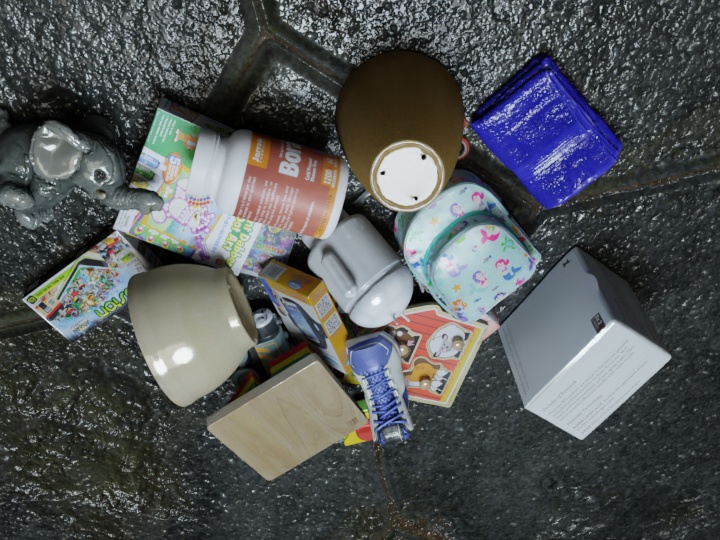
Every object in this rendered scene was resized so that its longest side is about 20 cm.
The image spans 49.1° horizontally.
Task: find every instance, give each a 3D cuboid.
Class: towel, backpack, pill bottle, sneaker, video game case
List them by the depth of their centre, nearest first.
[{"bbox_3d":[-0.122,-0.118,1.031,0.196,0.113,0.114,14,121,-14],"label":"pill bottle"},{"bbox_3d":[0.269,-0.190,1.128,0.147,0.050,0.199,-41,117,19],"label":"towel"},{"bbox_3d":[0.150,-0.038,1.161,0.177,0.151,0.200,-38,111,10],"label":"backpack"},{"bbox_3d":[-0.160,-0.084,1.176,0.140,0.018,0.203,13,121,-14],"label":"video game case"},{"bbox_3d":[0.042,0.196,1.209,0.079,0.116,0.202,-17,128,3],"label":"sneaker"}]

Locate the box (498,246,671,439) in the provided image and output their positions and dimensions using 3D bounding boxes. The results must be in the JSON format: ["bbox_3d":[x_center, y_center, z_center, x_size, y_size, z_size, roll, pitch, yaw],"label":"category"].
[{"bbox_3d":[0.342,0.112,1.238,0.129,0.200,0.201,29,117,-21],"label":"box"}]

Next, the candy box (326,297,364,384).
[{"bbox_3d":[-0.003,0.103,1.300,0.100,0.027,0.203,6,122,-2],"label":"candy box"}]

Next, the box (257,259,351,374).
[{"bbox_3d":[-0.075,0.081,1.223,0.041,0.118,0.202,-44,134,-26],"label":"box"}]

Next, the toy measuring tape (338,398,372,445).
[{"bbox_3d":[-0.027,0.270,1.387,0.196,0.074,0.075,-14,123,3],"label":"toy measuring tape"}]

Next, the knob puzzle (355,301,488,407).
[{"bbox_3d":[0.085,0.137,1.259,0.214,0.031,0.223,-2,123,-2],"label":"knob puzzle"}]

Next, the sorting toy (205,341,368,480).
[{"bbox_3d":[-0.118,0.219,1.253,0.197,0.070,0.201,-31,136,3],"label":"sorting toy"}]

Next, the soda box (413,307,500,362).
[{"bbox_3d":[0.132,0.115,1.304,0.068,0.064,0.200,38,112,-26],"label":"soda box"}]

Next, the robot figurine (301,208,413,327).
[{"bbox_3d":[0.000,0.000,1.155,0.201,0.169,0.113,50,116,11],"label":"robot figurine"}]

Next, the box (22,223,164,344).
[{"bbox_3d":[-0.406,0.020,1.210,0.198,0.035,0.110,-33,120,15],"label":"box"}]

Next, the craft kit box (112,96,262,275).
[{"bbox_3d":[-0.225,-0.112,1.117,0.194,0.049,0.202,19,119,-20],"label":"craft kit box"}]

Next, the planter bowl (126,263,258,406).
[{"bbox_3d":[-0.228,0.074,1.137,0.133,0.201,0.203,-23,123,1],"label":"planter bowl"}]

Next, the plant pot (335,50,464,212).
[{"bbox_3d":[0.057,-0.163,1.028,0.182,0.201,0.190,-1,121,-1],"label":"plant pot"}]

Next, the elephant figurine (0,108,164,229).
[{"bbox_3d":[-0.375,-0.146,1.051,0.196,0.143,0.156,-17,138,15],"label":"elephant figurine"}]

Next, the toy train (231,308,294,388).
[{"bbox_3d":[-0.157,0.147,1.287,0.112,0.086,0.202,-18,125,2],"label":"toy train"}]

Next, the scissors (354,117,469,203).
[{"bbox_3d":[0.068,-0.165,1.150,0.197,0.014,0.074,-22,123,11],"label":"scissors"}]
